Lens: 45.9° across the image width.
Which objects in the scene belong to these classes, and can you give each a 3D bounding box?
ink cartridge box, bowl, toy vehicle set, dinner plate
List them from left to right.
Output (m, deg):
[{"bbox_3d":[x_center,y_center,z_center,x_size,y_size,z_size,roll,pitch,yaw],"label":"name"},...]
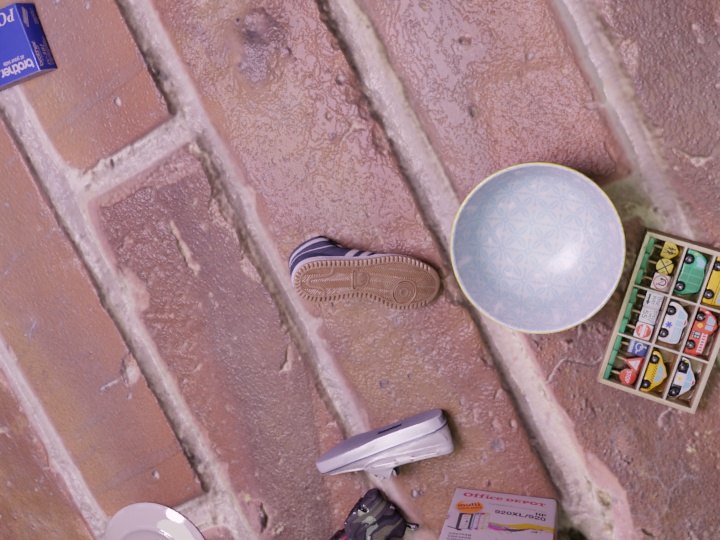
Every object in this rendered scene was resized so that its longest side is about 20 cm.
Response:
[{"bbox_3d":[-0.532,-0.297,1.193,0.197,0.044,0.095,-15,101,19],"label":"ink cartridge box"},{"bbox_3d":[-0.325,0.464,1.347,0.197,0.024,0.204,4,105,14],"label":"dinner plate"},{"bbox_3d":[0.174,0.396,1.090,0.145,0.200,0.147,4,103,15],"label":"ink cartridge box"},{"bbox_3d":[0.212,-0.037,1.014,0.197,0.108,0.204,4,106,15],"label":"bowl"},{"bbox_3d":[0.378,0.062,1.036,0.122,0.027,0.203,16,108,12],"label":"toy vehicle set"}]

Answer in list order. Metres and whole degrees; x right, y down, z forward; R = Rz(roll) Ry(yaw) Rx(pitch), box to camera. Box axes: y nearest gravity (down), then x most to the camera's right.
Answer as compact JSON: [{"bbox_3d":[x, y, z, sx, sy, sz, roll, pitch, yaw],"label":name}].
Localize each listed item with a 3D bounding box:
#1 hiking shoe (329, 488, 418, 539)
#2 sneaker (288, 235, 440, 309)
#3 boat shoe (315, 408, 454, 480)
[{"bbox_3d":[-0.002,0.414,1.212,0.100,0.076,0.201,36,110,8],"label":"hiking shoe"},{"bbox_3d":[0.000,0.000,1.114,0.197,0.109,0.071,3,105,-17],"label":"sneaker"},{"bbox_3d":[0.033,0.253,1.161,0.198,0.073,0.066,-23,93,21],"label":"boat shoe"}]
